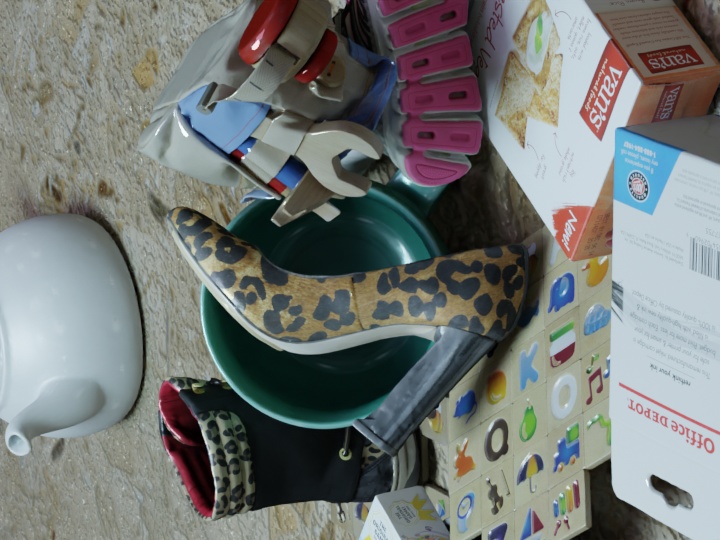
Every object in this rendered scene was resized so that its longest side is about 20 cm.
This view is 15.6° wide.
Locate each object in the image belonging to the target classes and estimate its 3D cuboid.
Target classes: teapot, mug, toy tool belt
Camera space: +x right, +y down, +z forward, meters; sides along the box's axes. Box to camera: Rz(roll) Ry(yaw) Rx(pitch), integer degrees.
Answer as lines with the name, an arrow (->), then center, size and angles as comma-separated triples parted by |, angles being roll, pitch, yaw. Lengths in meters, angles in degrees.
teapot -> -0.276, 0.048, 2.139 | 0.200, 0.146, 0.198 | -11, 88, 64
mug -> -0.001, 0.011, 1.617 | 0.114, 0.185, 0.152 | -26, -83, -84
toy tool belt -> -0.029, -0.088, 1.423 | 0.125, 0.123, 0.200 | -63, 15, -18

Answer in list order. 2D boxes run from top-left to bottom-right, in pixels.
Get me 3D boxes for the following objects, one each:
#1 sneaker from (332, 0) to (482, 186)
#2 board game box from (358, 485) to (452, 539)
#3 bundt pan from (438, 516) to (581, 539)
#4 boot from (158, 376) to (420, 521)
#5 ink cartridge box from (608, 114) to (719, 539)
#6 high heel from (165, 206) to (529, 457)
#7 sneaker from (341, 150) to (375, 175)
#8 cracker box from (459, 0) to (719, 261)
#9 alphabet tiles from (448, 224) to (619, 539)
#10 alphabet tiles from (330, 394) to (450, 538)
sneaker -> 0.017, -0.149, 1.465 | 0.087, 0.074, 0.200 | 25, 126, 53
board game box -> 0.048, 0.245, 1.533 | 0.200, 0.034, 0.135 | 59, 146, 35
bundt pan -> 0.105, 0.236, 1.539 | 0.202, 0.076, 0.202 | 30, 124, 57
boot -> -0.058, 0.069, 1.704 | 0.073, 0.150, 0.200 | -47, 57, 57
ink cartridge box -> 0.185, 0.032, 1.331 | 0.116, 0.068, 0.200 | 28, 122, 57
high heel -> -0.005, -0.008, 1.525 | 0.200, 0.143, 0.071 | 41, -178, 11
sneaker -> -0.022, -0.081, 1.707 | 0.200, 0.076, 0.081 | 9, 118, 66
cracker box -> 0.110, -0.122, 1.438 | 0.200, 0.058, 0.134 | 58, 146, 35
alphabet tiles -> 0.097, 0.069, 1.483 | 0.166, 0.006, 0.200 | -38, 43, 49
alphabet tiles -> 0.028, 0.147, 1.738 | 0.200, 0.008, 0.168 | 23, 119, 59
